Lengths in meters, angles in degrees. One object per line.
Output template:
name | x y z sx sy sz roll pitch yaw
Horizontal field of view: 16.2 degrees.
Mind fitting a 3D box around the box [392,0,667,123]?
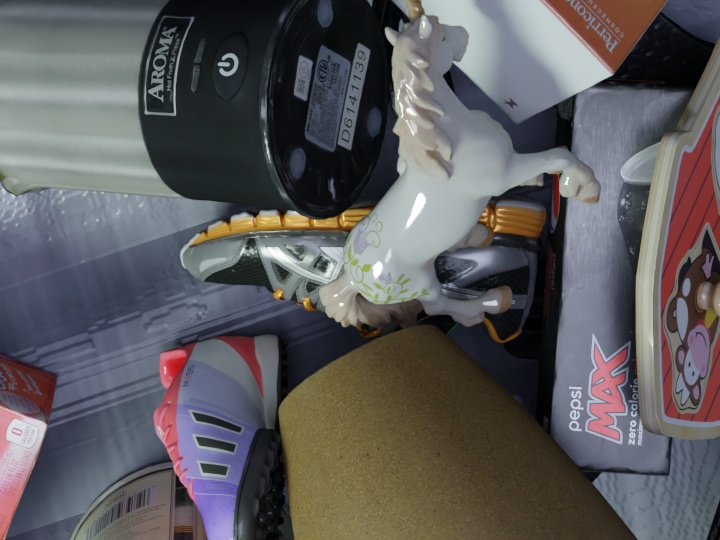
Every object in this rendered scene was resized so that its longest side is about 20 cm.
box | 0.109 -0.194 1.262 0.124 0.097 0.200 43 63 -13

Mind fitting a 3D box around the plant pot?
plant pot | 0.043 0.136 1.246 0.185 0.186 0.201 -28 76 3

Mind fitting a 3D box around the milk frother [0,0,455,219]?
milk frother | -0.066 -0.097 1.311 0.187 0.200 0.182 6 64 30

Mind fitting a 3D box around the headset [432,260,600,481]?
headset | 0.125 0.045 1.393 0.199 0.094 0.124 -27 98 18

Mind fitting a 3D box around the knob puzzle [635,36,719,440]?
knob puzzle | 0.192 0.000 1.293 0.030 0.219 0.222 9 106 31

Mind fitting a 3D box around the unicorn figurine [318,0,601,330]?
unicorn figurine | 0.043 -0.045 1.223 0.137 0.074 0.201 10 112 -40

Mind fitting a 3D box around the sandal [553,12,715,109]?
sandal | 0.157 -0.106 1.365 0.199 0.048 0.076 22 100 -22

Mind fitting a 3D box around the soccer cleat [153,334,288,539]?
soccer cleat | -0.075 0.095 1.316 0.072 0.200 0.069 0 117 0

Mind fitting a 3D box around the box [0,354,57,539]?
box | -0.247 0.140 1.367 0.102 0.095 0.201 21 101 -8

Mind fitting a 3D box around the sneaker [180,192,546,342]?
sneaker | 0.000 0.000 1.340 0.198 0.078 0.078 0 97 15

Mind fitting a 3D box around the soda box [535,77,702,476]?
soda box | 0.132 0.002 1.308 0.070 0.063 0.202 3 97 -3

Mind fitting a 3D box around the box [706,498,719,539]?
box | 0.290 0.168 1.402 0.198 0.046 0.160 7 131 -5

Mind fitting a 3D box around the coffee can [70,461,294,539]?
coffee can | -0.091 0.201 1.338 0.145 0.200 0.148 -1 104 -3
